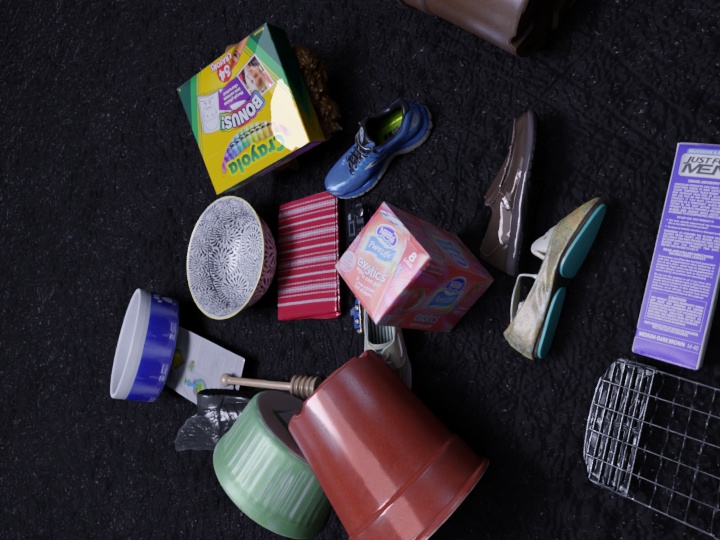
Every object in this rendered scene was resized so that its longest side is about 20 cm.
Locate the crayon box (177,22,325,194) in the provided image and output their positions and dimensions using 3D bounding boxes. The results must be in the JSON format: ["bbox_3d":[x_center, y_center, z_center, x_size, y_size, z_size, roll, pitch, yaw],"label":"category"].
[{"bbox_3d":[-0.172,-0.241,0.820,0.195,0.058,0.179,-20,92,28],"label":"crayon box"}]

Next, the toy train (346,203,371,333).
[{"bbox_3d":[0.000,0.000,0.817,0.045,0.034,0.209,-11,78,35],"label":"toy train"}]

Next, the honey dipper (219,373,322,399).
[{"bbox_3d":[-0.153,0.190,0.880,0.192,0.038,0.040,-2,83,25],"label":"honey dipper"}]

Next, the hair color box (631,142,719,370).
[{"bbox_3d":[0.333,-0.010,0.536,0.063,0.108,0.208,15,92,35],"label":"hair color box"}]

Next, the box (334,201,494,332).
[{"bbox_3d":[0.075,0.004,0.663,0.103,0.197,0.095,-50,59,17],"label":"box"}]

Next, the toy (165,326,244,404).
[{"bbox_3d":[-0.284,0.188,0.988,0.194,0.047,0.120,16,95,29],"label":"toy"}]

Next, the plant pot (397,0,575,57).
[{"bbox_3d":[0.166,-0.387,0.660,0.198,0.198,0.203,43,108,23],"label":"plant pot"}]

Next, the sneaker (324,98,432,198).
[{"bbox_3d":[0.012,-0.188,0.798,0.198,0.088,0.080,-39,63,25],"label":"sneaker"}]

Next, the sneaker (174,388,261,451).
[{"bbox_3d":[-0.215,0.260,0.895,0.191,0.060,0.109,4,92,6],"label":"sneaker"}]

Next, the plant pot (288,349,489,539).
[{"bbox_3d":[0.022,0.222,0.652,0.196,0.199,0.202,48,111,16],"label":"plant pot"}]

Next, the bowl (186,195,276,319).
[{"bbox_3d":[-0.208,-0.018,0.931,0.195,0.093,0.210,-4,82,34],"label":"bowl"}]

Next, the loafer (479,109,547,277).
[{"bbox_3d":[0.187,-0.100,0.671,0.069,0.072,0.209,10,90,34],"label":"loafer"}]

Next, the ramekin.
[{"bbox_3d":[-0.104,0.267,0.765,0.198,0.198,0.099,38,97,32],"label":"ramekin"}]

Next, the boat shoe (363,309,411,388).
[{"bbox_3d":[0.029,0.106,0.746,0.069,0.062,0.209,-7,92,17],"label":"boat shoe"}]

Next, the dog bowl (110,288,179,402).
[{"bbox_3d":[-0.416,0.145,1.023,0.199,0.076,0.208,-35,48,49],"label":"dog bowl"}]

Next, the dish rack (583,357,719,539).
[{"bbox_3d":[0.338,0.184,0.545,0.195,0.054,0.160,15,91,37],"label":"dish rack"}]

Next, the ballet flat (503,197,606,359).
[{"bbox_3d":[0.226,0.004,0.638,0.069,0.070,0.207,25,101,34],"label":"ballet flat"}]

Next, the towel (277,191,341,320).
[{"bbox_3d":[-0.087,-0.021,0.890,0.140,0.022,0.209,-9,78,36],"label":"towel"}]

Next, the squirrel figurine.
[{"bbox_3d":[-0.127,-0.263,0.882,0.195,0.139,0.195,10,96,38],"label":"squirrel figurine"}]
